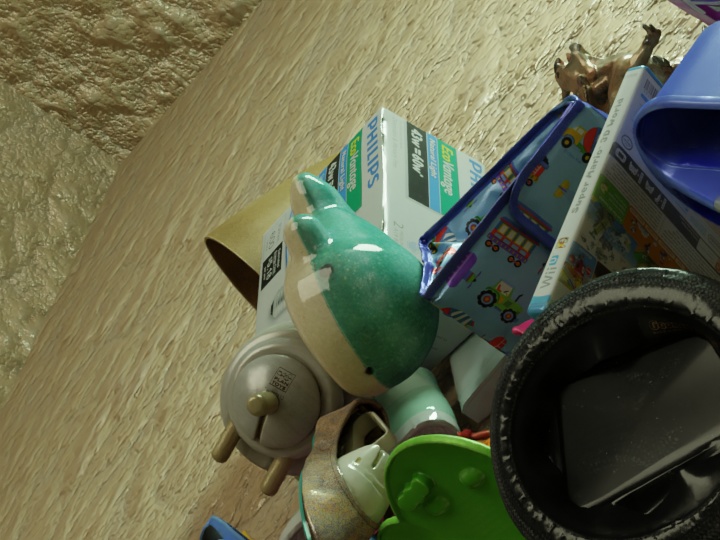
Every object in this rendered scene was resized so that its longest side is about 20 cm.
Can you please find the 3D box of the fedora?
[{"bbox_3d":[0.178,0.095,1.045,0.199,0.091,0.203,-9,75,37],"label":"fedora"}]

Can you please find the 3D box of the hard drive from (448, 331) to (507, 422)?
[{"bbox_3d":[0.123,0.032,1.501,0.132,0.026,0.200,-51,17,17],"label":"hard drive"}]

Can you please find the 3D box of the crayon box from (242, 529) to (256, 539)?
[{"bbox_3d":[-0.097,0.317,1.541,0.126,0.051,0.200,-56,17,-3],"label":"crayon box"}]

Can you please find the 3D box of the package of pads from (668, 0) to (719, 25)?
[{"bbox_3d":[0.299,-0.229,1.322,0.076,0.120,0.200,-61,16,0],"label":"package of pads"}]

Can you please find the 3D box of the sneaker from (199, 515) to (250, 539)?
[{"bbox_3d":[-0.109,0.264,1.463,0.078,0.070,0.200,-52,16,-8],"label":"sneaker"}]

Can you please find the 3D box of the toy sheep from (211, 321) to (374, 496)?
[{"bbox_3d":[-0.054,0.107,1.420,0.138,0.138,0.200,-53,-7,9],"label":"toy sheep"}]

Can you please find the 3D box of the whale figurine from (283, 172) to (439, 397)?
[{"bbox_3d":[0.000,0.000,1.361,0.103,0.159,0.201,-28,43,13],"label":"whale figurine"}]

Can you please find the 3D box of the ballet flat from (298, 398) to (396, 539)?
[{"bbox_3d":[-0.005,0.144,1.267,0.067,0.068,0.200,-33,18,12],"label":"ballet flat"}]

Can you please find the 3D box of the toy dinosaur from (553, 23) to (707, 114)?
[{"bbox_3d":[0.227,-0.123,1.411,0.136,0.085,0.201,-53,27,37],"label":"toy dinosaur"}]

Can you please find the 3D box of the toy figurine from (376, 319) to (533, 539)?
[{"bbox_3d":[0.113,0.119,1.219,0.184,0.150,0.200,-53,2,-37],"label":"toy figurine"}]

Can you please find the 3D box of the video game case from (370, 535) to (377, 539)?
[{"bbox_3d":[-0.024,0.294,1.268,0.143,0.018,0.201,33,89,29],"label":"video game case"}]

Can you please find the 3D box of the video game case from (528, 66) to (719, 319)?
[{"bbox_3d":[0.191,-0.013,1.159,0.018,0.143,0.201,-8,48,47],"label":"video game case"}]

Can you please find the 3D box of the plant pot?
[{"bbox_3d":[-0.033,-0.037,1.858,0.200,0.187,0.186,-45,14,-11],"label":"plant pot"}]

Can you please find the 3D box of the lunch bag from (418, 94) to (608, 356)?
[{"bbox_3d":[0.161,-0.031,1.285,0.200,0.150,0.094,-49,18,23],"label":"lunch bag"}]

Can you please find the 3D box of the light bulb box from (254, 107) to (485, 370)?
[{"bbox_3d":[0.010,0.001,1.571,0.200,0.124,0.199,-45,29,35],"label":"light bulb box"}]

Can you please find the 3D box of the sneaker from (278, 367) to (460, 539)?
[{"bbox_3d":[0.005,0.170,1.487,0.200,0.074,0.118,-44,23,16],"label":"sneaker"}]

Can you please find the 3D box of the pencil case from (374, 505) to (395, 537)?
[{"bbox_3d":[0.008,0.227,1.335,0.201,0.093,0.091,-54,16,6],"label":"pencil case"}]

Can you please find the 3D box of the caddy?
[{"bbox_3d":[0.260,-0.073,1.068,0.199,0.141,0.105,9,60,53],"label":"caddy"}]
